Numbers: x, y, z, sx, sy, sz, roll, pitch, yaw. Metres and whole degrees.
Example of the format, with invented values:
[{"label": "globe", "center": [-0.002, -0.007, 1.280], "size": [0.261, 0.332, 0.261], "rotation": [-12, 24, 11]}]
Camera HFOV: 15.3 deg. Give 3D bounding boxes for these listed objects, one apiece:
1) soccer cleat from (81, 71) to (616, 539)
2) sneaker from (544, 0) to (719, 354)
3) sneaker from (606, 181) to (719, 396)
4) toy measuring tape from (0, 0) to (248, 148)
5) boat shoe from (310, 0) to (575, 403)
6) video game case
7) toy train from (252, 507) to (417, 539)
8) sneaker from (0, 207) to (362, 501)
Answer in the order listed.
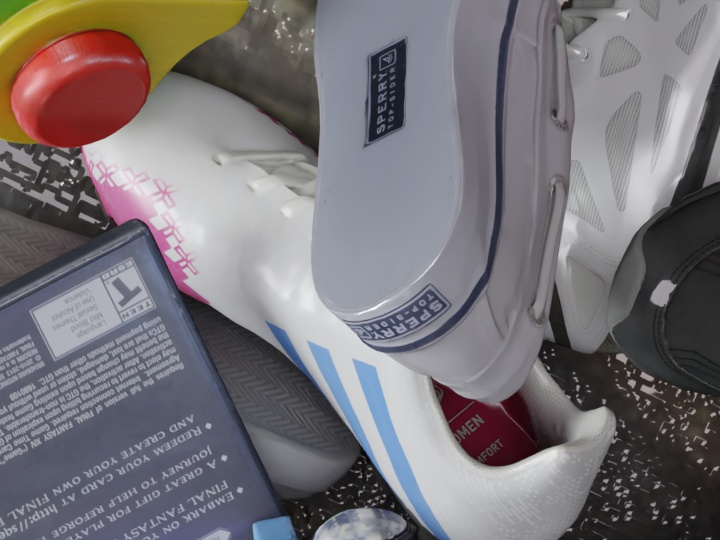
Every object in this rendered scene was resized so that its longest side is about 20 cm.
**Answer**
[{"label": "soccer cleat", "center": [0.000, 0.000, 0.817], "size": [0.200, 0.086, 0.070], "rotation": [45, 54, 6]}, {"label": "sneaker", "center": [0.071, -0.073, 0.829], "size": [0.115, 0.076, 0.202], "rotation": [8, 97, -2]}, {"label": "sneaker", "center": [0.169, 0.019, 0.801], "size": [0.199, 0.079, 0.076], "rotation": [8, 108, -25]}, {"label": "toy measuring tape", "center": [-0.062, -0.073, 0.815], "size": [0.199, 0.073, 0.074], "rotation": [-3, 96, -38]}, {"label": "boat shoe", "center": [0.028, -0.050, 0.780], "size": [0.073, 0.201, 0.065], "rotation": [-19, 135, 35]}, {"label": "video game case", "center": [-0.086, 0.104, 0.802], "size": [0.142, 0.019, 0.201], "rotation": [-28, 109, -9]}, {"label": "toy train", "center": [-0.012, 0.170, 0.786], "size": [0.114, 0.087, 0.201], "rotation": [-10, 105, -8]}, {"label": "sneaker", "center": [-0.109, 0.050, 0.853], "size": [0.199, 0.074, 0.116], "rotation": [24, 115, -13]}]
